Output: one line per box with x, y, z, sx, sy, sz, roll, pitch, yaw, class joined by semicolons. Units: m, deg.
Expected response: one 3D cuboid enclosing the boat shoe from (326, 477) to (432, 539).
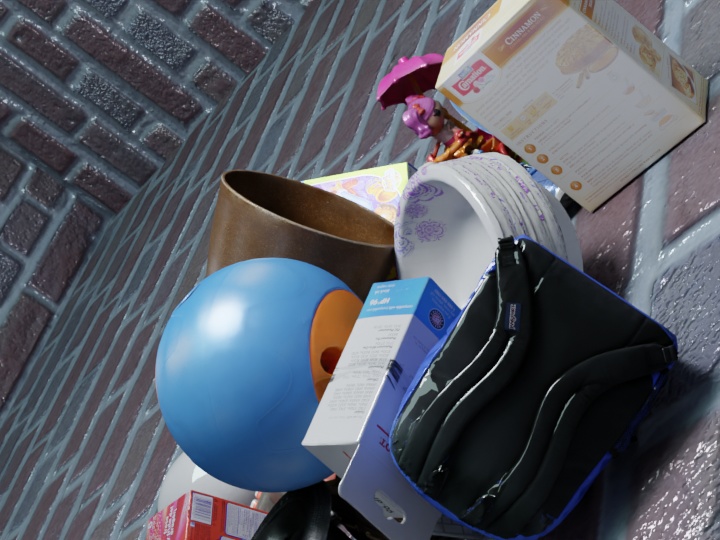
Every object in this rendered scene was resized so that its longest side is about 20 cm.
0.015;0.219;1.399;0.200;0.070;0.071;166;98;-75;boat shoe

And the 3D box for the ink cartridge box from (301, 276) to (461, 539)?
0.029;0.120;1.262;0.068;0.116;0.200;-7;48;44;ink cartridge box

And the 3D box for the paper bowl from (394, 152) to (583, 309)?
0.120;-0.005;1.394;0.104;0.201;0.201;-15;-1;-26;paper bowl

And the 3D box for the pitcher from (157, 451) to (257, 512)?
-0.117;0.217;1.725;0.200;0.121;0.172;-41;-8;26;pitcher

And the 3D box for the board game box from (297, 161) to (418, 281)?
0.000;0.000;1.600;0.134;0.045;0.201;-9;74;22;board game box

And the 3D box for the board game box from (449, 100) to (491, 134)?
0.185;-0.193;1.696;0.039;0.158;0.200;91;-163;-48;board game box

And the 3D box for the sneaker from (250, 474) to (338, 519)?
-0.040;0.215;1.557;0.200;0.077;0.082;-55;24;3;sneaker

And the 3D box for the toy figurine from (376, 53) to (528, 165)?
0.098;-0.152;1.725;0.150;0.184;0.200;-43;19;32;toy figurine

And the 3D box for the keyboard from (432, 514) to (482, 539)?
0.059;0.148;1.344;0.011;0.056;0.200;-60;28;34;keyboard

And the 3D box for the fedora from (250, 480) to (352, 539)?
-0.048;0.282;1.382;0.201;0.091;0.201;-55;17;26;fedora

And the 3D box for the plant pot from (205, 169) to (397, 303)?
-0.076;0.030;1.517;0.187;0.186;0.200;-114;42;-72;plant pot

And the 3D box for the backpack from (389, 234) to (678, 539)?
0.125;0.103;1.177;0.200;0.162;0.168;-56;-11;-4;backpack

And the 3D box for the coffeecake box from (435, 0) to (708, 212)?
0.196;-0.173;1.457;0.153;0.200;0.073;-41;20;37;coffeecake box

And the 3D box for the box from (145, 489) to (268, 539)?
-0.149;0.324;1.489;0.095;0.100;0.200;-39;40;45;box

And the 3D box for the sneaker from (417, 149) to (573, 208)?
0.135;-0.081;1.592;0.200;0.077;0.076;-9;25;39;sneaker

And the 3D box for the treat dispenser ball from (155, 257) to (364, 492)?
-0.076;0.089;1.350;0.201;0.201;0.201;-48;17;19;treat dispenser ball
